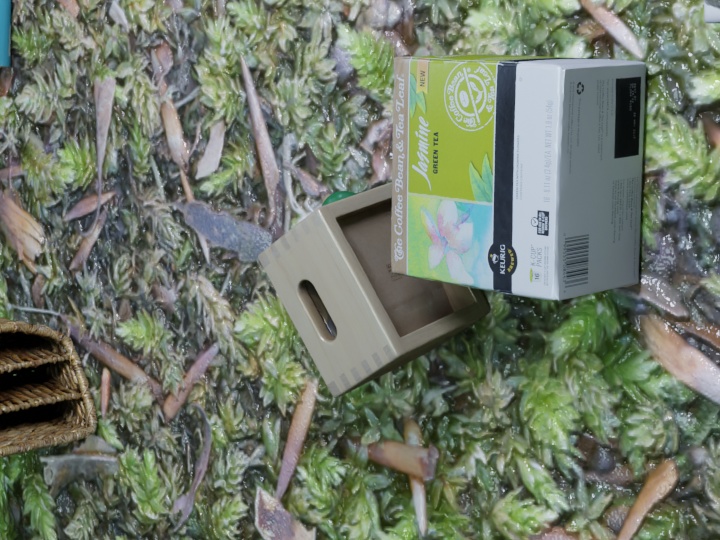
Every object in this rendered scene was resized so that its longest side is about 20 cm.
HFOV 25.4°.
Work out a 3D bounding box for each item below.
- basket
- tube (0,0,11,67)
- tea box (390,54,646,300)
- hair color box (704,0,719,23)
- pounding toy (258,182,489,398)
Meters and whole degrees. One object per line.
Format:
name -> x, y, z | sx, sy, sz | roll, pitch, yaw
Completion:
basket -> -0.439, 0.139, 1.985 | 0.148, 0.199, 0.145 | 15, 105, 44
tube -> -0.469, -0.362, 2.046 | 0.077, 0.050, 0.203 | 6, 94, 42
tea box -> 0.139, -0.090, 1.436 | 0.195, 0.133, 0.203 | 9, 103, 43
hair color box -> 0.366, -0.247, 1.243 | 0.199, 0.060, 0.100 | 4, 99, 44
pounding toy -> 0.000, 0.000, 1.569 | 0.142, 0.183, 0.201 | -35, 81, 40
